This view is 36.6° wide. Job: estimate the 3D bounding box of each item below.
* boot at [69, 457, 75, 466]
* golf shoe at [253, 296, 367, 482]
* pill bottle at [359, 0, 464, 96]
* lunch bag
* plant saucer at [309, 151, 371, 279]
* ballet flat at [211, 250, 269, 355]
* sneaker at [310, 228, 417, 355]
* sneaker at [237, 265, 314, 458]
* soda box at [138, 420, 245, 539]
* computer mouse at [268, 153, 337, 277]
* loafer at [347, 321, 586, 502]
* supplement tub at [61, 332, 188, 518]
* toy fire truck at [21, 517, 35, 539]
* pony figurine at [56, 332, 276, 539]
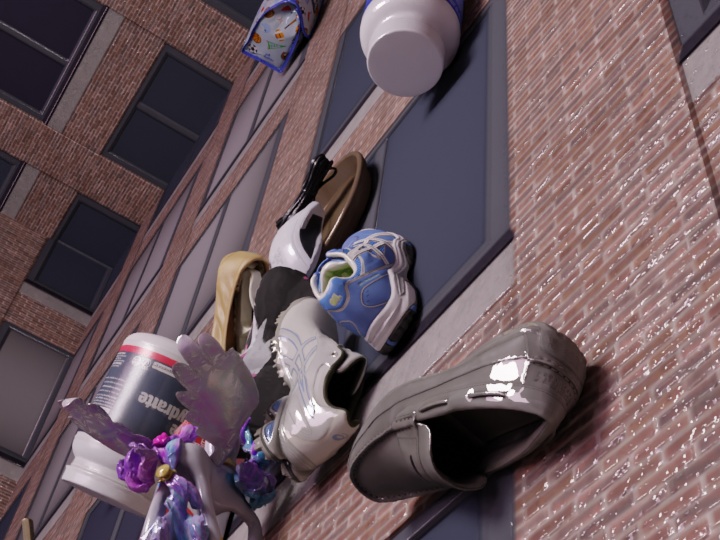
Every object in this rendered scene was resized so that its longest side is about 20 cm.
[{"bbox_3d":[-0.353,0.242,1.603,0.200,0.096,0.074,-56,16,14],"label":"boot"},{"bbox_3d":[-0.027,0.089,0.948,0.097,0.078,0.200,-32,34,26],"label":"golf shoe"},{"bbox_3d":[0.058,-0.282,1.219,0.112,0.112,0.200,-49,20,36],"label":"pill bottle"},{"bbox_3d":[-0.153,-0.556,2.342,0.200,0.124,0.170,-54,14,50],"label":"lunch bag"},{"bbox_3d":[-0.044,-0.048,1.282,0.200,0.029,0.200,-52,18,25],"label":"plant saucer"},{"bbox_3d":[-0.130,0.076,1.189,0.063,0.069,0.200,-8,80,47],"label":"ballet flat"},{"bbox_3d":[0.000,0.000,0.971,0.076,0.077,0.200,-58,14,13],"label":"sneaker"},{"bbox_3d":[-0.090,0.102,1.115,0.086,0.080,0.200,98,-168,-66],"label":"sneaker"},{"bbox_3d":[-0.170,0.238,1.092,0.063,0.070,0.200,-48,20,40],"label":"soda box"},{"bbox_3d":[-0.073,-0.048,1.238,0.110,0.044,0.200,-51,18,28],"label":"computer mouse"},{"bbox_3d":[0.052,0.099,0.650,0.200,0.070,0.070,-44,14,44],"label":"loafer"},{"bbox_3d":[-0.266,0.191,1.344,0.140,0.140,0.200,-23,40,65],"label":"supplement tub"},{"bbox_3d":[-0.558,0.511,1.757,0.200,0.129,0.176,-52,13,-15],"label":"toy fire truck"},{"bbox_3d":[-0.146,0.169,0.929,0.166,0.193,0.200,-21,46,16],"label":"pony figurine"}]
